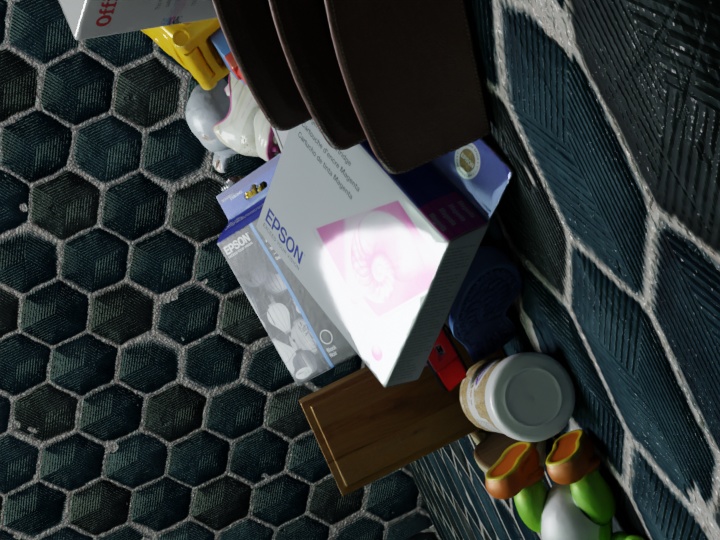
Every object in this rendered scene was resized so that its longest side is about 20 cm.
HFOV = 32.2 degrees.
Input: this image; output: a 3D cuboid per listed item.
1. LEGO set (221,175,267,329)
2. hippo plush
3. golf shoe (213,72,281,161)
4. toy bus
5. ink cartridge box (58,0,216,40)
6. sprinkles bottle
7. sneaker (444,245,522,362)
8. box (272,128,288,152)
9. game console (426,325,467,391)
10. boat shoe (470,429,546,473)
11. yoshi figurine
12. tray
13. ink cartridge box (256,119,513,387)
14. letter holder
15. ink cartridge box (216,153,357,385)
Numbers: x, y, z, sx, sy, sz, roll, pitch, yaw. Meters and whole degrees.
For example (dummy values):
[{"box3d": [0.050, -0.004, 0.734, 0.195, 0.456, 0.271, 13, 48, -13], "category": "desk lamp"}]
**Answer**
[{"box3d": [-0.053, -0.041, 1.239, 0.115, 0.153, 0.203, -3, -103, -51], "category": "LEGO set"}, {"box3d": [-0.120, -0.204, 1.443, 0.200, 0.159, 0.162, 13, -110, -78], "category": "hippo plush"}, {"box3d": [-0.097, -0.214, 1.295, 0.075, 0.090, 0.203, 38, -116, -63], "category": "golf shoe"}, {"box3d": [-0.119, -0.274, 1.218, 0.192, 0.200, 0.136, 48, 176, 20], "category": "toy bus"}, {"box3d": [-0.141, -0.290, 0.954, 0.146, 0.198, 0.147, 64, 147, 16], "category": "ink cartridge box"}, {"box3d": [0.127, 0.105, 1.044, 0.200, 0.068, 0.069, 114, 130, -84], "category": "sprinkles bottle"}, {"box3d": [0.086, 0.013, 1.024, 0.078, 0.070, 0.200, 56, 173, 20], "category": "sneaker"}, {"box3d": [-0.048, -0.196, 1.151, 0.201, 0.059, 0.118, 69, -145, -48], "category": "box"}, {"box3d": [0.027, 0.000, 1.103, 0.201, 0.031, 0.177, 60, 180, -19], "category": "game console"}, {"box3d": [0.150, 0.177, 1.191, 0.065, 0.071, 0.200, 59, -176, -4], "category": "boat shoe"}, {"box3d": [0.174, 0.238, 0.990, 0.202, 0.111, 0.112, 63, 169, -14], "category": "yoshi figurine"}, {"box3d": [0.050, 0.128, 1.205, 0.100, 0.198, 0.037, 65, 174, -4], "category": "tray"}, {"box3d": [0.008, -0.051, 0.939, 0.197, 0.043, 0.201, 49, 134, 33], "category": "ink cartridge box"}, {"box3d": [-0.012, -0.159, 0.795, 0.201, 0.141, 0.101, 71, 172, -48], "category": "letter holder"}, {"box3d": [-0.068, 0.001, 1.180, 0.039, 0.099, 0.201, -30, -90, -55], "category": "ink cartridge box"}]
